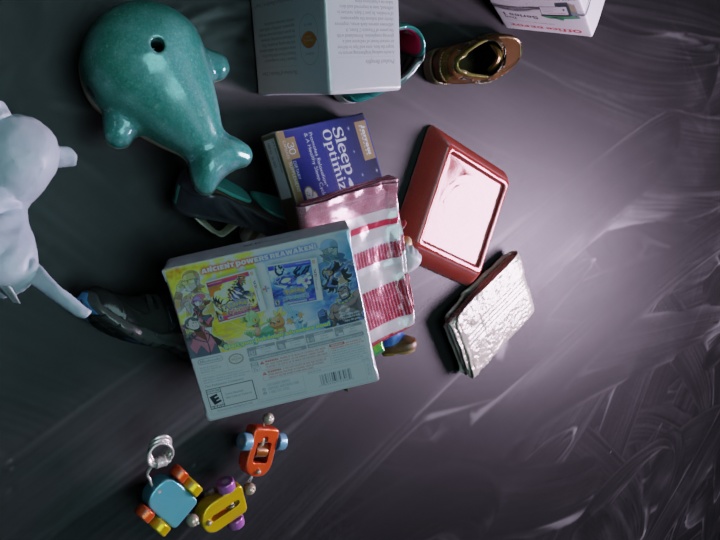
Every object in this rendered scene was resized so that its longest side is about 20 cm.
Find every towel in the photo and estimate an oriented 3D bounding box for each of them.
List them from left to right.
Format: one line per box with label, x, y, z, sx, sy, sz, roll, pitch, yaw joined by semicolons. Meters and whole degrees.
towel;0.000;0.000;0.819;0.143;0.023;0.202;-23;113;-35
towel;0.219;0.074;1.170;0.200;0.034;0.133;-39;123;-28

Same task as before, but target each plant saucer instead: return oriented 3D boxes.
plant saucer;0.151;-0.093;1.074;0.199;0.037;0.202;21;85;-41

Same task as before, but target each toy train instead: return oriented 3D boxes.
toy train;-0.190;0.246;0.858;0.199;0.055;0.152;9;93;-44

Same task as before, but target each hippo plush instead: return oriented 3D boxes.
hippo plush;-0.335;-0.067;0.589;0.159;0.199;0.162;29;72;-61

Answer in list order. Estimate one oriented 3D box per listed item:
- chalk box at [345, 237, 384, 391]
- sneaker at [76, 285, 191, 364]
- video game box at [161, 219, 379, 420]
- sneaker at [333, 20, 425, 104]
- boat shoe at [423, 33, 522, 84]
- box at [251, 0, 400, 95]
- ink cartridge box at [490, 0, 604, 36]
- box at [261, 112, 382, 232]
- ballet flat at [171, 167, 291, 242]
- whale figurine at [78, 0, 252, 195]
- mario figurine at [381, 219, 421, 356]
chalk box;-0.059;0.063;0.877;0.123;0.124;0.202;-22;112;-34
sneaker;-0.225;0.049;0.780;0.200;0.073;0.083;32;70;-48
video game box;-0.093;0.055;0.757;0.198;0.047;0.184;-12;112;-4
sneaker;0.033;-0.310;0.872;0.083;0.120;0.202;13;91;-40
boat shoe;0.186;-0.312;1.033;0.199;0.068;0.073;-27;114;-34
box;-0.043;-0.304;0.790;0.106;0.152;0.202;-14;109;-37
ink cartridge box;0.257;-0.414;0.980;0.200;0.145;0.085;15;92;-62
box;-0.029;-0.129;0.877;0.199;0.032;0.122;-27;103;-48
ballet flat;-0.139;-0.066;0.827;0.199;0.073;0.074;19;88;-47
whale figurine;-0.190;-0.177;0.701;0.159;0.104;0.201;-41;101;-25
mario figurine;0.047;0.009;0.944;0.106;0.123;0.202;-26;112;-52
